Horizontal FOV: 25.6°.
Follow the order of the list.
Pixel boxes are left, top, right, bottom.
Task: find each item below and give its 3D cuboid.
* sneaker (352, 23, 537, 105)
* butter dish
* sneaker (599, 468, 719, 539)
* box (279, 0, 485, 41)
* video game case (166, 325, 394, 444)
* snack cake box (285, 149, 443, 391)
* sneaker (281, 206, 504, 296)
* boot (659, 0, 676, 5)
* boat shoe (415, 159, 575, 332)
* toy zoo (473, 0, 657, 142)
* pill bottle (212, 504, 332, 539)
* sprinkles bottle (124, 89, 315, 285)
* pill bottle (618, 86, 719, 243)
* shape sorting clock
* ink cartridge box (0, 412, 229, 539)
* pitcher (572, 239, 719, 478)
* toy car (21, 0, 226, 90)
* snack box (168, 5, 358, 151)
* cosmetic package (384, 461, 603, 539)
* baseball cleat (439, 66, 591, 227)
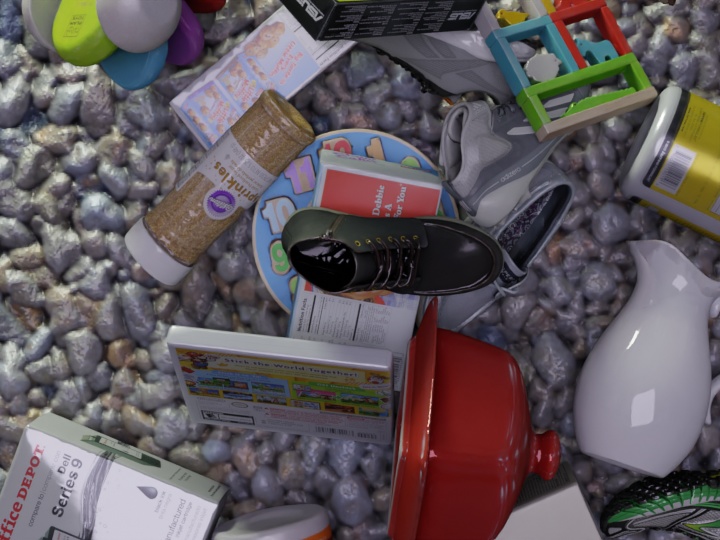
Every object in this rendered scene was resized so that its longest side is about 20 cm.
[{"bbox_3d":[0.062,-0.199,1.466,0.199,0.074,0.080,13,103,-9],"label":"sneaker"},{"bbox_3d":[0.104,0.156,1.404,0.147,0.200,0.201,5,137,0],"label":"butter dish"},{"bbox_3d":[0.324,0.233,1.488,0.198,0.078,0.086,-6,94,3],"label":"sneaker"},{"bbox_3d":[-0.016,-0.280,1.386,0.193,0.199,0.048,51,129,23],"label":"box"},{"bbox_3d":[-0.068,0.107,1.452,0.198,0.182,0.023,6,63,5],"label":"video game case"},{"bbox_3d":[0.000,0.000,1.459,0.114,0.067,0.201,11,104,-4],"label":"snack cake box"},{"bbox_3d":[0.029,-0.004,1.369,0.198,0.106,0.075,5,105,-4],"label":"sneaker"},{"bbox_3d":[0.249,-0.359,1.464,0.145,0.070,0.201,16,93,8],"label":"boot"},{"bbox_3d":[0.126,-0.015,1.474,0.070,0.071,0.201,34,94,-34],"label":"boat shoe"},{"bbox_3d":[0.171,-0.223,1.445,0.131,0.020,0.201,-19,75,-27],"label":"toy zoo"},{"bbox_3d":[-0.067,0.331,1.496,0.113,0.114,0.202,-10,94,4],"label":"pill bottle"},{"bbox_3d":[-0.132,-0.077,1.483,0.068,0.068,0.200,45,102,-1],"label":"sprinkles bottle"},{"bbox_3d":[0.346,-0.079,1.449,0.199,0.112,0.113,25,95,1],"label":"pill bottle"},{"bbox_3d":[-0.004,-0.034,1.506,0.198,0.039,0.202,0,94,3],"label":"shape sorting clock"},{"bbox_3d":[-0.245,0.242,1.513,0.199,0.084,0.147,21,94,2],"label":"ink cartridge box"},{"bbox_3d":[0.292,0.092,1.470,0.171,0.121,0.201,20,83,-14],"label":"pitcher"},{"bbox_3d":[-0.196,-0.254,1.449,0.150,0.174,0.201,44,63,-40],"label":"toy car"},{"bbox_3d":[-0.083,-0.195,1.506,0.200,0.024,0.072,-39,93,5],"label":"snack box"},{"bbox_3d":[0.122,0.257,1.487,0.199,0.104,0.073,-25,93,5],"label":"cosmetic package"},{"bbox_3d":[0.140,-0.137,1.435,0.106,0.070,0.201,43,60,-22],"label":"baseball cleat"}]
